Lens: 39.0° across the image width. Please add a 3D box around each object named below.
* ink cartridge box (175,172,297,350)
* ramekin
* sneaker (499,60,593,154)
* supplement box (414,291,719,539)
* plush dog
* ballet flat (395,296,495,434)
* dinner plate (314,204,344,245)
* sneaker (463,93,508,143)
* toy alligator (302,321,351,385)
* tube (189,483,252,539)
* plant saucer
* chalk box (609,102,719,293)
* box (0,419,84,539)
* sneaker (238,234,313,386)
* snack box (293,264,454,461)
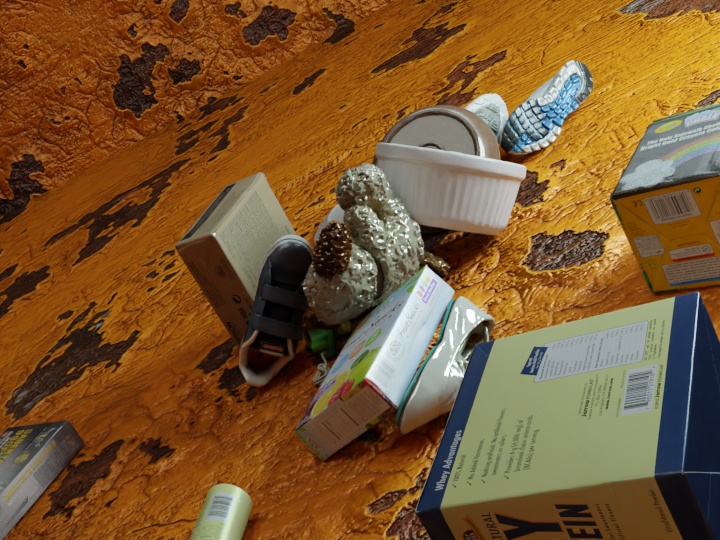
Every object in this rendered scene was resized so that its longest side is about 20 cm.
[{"bbox_3d":[-0.148,-0.005,1.414,0.074,0.202,0.165,-15,26,30],"label":"ink cartridge box"},{"bbox_3d":[0.112,-0.105,1.331,0.199,0.096,0.202,8,5,-1],"label":"ramekin"},{"bbox_3d":[0.274,-0.236,1.556,0.200,0.075,0.086,-42,7,-26],"label":"sneaker"},{"bbox_3d":[0.178,0.147,0.774,0.197,0.135,0.201,-16,26,31],"label":"supplement box"},{"bbox_3d":[0.000,0.000,1.239,0.160,0.202,0.171,35,50,26],"label":"plush dog"},{"bbox_3d":[0.098,0.101,1.071,0.069,0.070,0.201,-15,27,34],"label":"ballet flat"},{"bbox_3d":[0.006,-0.102,1.656,0.198,0.024,0.201,-27,24,13],"label":"dinner plate"},{"bbox_3d":[0.147,-0.186,1.546,0.201,0.078,0.099,-54,18,-12],"label":"sneaker"},{"bbox_3d":[-0.050,0.071,1.323,0.059,0.055,0.201,-24,24,17],"label":"toy alligator"},{"bbox_3d":[-0.156,0.301,0.999,0.201,0.051,0.059,-73,6,-54],"label":"tube"},{"bbox_3d":[0.102,-0.155,1.470,0.197,0.034,0.204,-7,68,18],"label":"plant saucer"},{"bbox_3d":[0.361,-0.090,1.053,0.123,0.125,0.200,-11,29,41],"label":"chalk box"},{"bbox_3d":[-0.506,0.301,1.432,0.157,0.049,0.201,-13,29,39],"label":"box"},{"bbox_3d":[-0.104,0.058,1.301,0.077,0.203,0.080,13,24,-12],"label":"sneaker"},{"bbox_3d":[0.017,0.100,1.125,0.142,0.053,0.201,-40,11,42],"label":"snack box"}]
